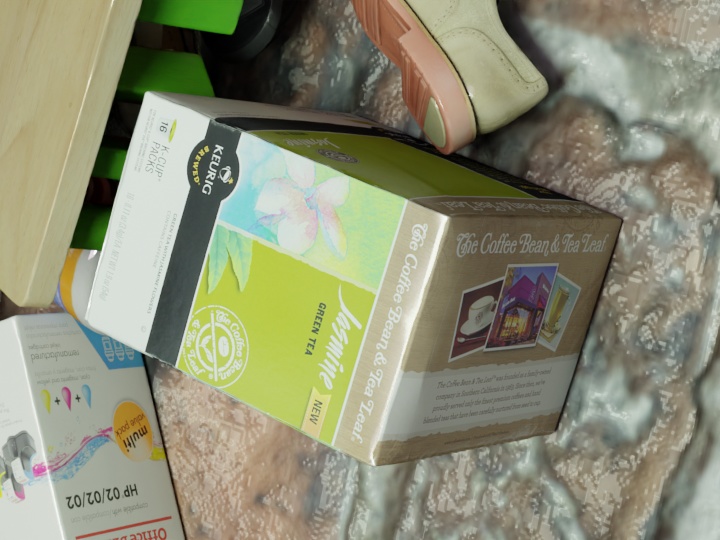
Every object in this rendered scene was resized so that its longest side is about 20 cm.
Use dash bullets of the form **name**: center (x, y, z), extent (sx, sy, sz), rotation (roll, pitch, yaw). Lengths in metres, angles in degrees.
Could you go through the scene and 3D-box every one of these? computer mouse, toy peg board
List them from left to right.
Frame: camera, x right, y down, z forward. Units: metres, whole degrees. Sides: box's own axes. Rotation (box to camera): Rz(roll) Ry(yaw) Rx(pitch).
- **toy peg board**: center (-0.164, -0.109, 1.067), extent (0.199, 0.097, 0.201), rotation (36, 113, 45)
- **computer mouse**: center (-0.051, -0.229, 1.147), extent (0.140, 0.046, 0.201), rotation (-31, 64, 36)

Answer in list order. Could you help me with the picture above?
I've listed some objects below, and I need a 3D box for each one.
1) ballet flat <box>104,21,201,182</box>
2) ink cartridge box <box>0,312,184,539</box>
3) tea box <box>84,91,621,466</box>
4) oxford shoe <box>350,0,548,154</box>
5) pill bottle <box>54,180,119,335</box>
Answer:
- **ballet flat**: center (-0.123, -0.126, 1.117), extent (0.072, 0.072, 0.202), rotation (-23, 68, 30)
- **ink cartridge box**: center (-0.177, 0.130, 1.191), extent (0.068, 0.115, 0.202), rotation (-18, 82, 31)
- **tea box**: center (0.000, 0.000, 1.026), extent (0.196, 0.199, 0.135), rotation (23, 102, 30)
- **oxford shoe**: center (0.039, -0.156, 1.090), extent (0.073, 0.071, 0.201), rotation (-21, 65, -10)
- **pill bottle**: center (-0.196, -0.055, 1.203), extent (0.200, 0.112, 0.113), rotation (35, 109, 28)
